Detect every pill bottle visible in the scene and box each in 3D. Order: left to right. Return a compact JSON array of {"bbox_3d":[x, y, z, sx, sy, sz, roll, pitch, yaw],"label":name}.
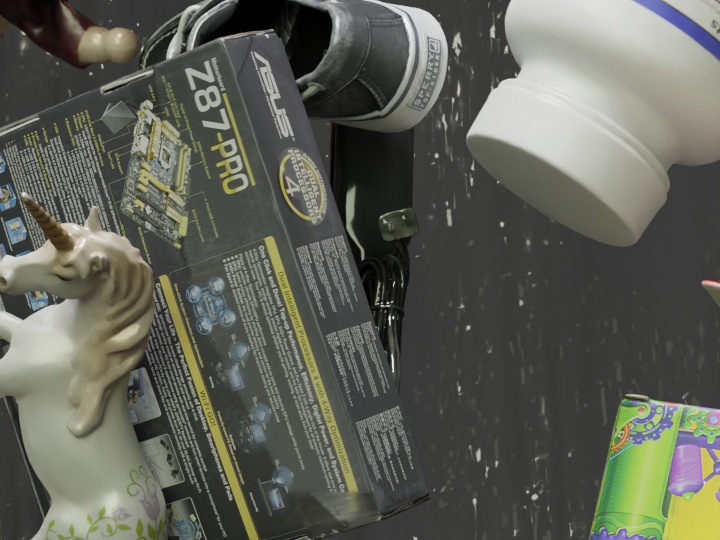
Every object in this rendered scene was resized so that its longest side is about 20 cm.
[{"bbox_3d":[0.129,-0.114,1.119,0.112,0.112,0.200,27,79,28],"label":"pill bottle"}]

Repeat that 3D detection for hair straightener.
[{"bbox_3d":[0.000,0.000,1.135,0.041,0.077,0.200,8,67,-2],"label":"hair straightener"}]

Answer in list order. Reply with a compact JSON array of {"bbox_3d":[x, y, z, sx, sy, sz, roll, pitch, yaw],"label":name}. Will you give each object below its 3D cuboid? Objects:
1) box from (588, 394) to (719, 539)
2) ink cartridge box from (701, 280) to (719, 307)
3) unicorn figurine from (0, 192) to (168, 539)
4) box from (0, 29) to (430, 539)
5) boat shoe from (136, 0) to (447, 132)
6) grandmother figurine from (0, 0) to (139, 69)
[{"bbox_3d":[0.180,0.165,0.971,0.200,0.122,0.193,8,70,22],"label":"box"},{"bbox_3d":[0.238,0.039,0.974,0.200,0.176,0.045,14,73,25],"label":"ink cartridge box"},{"bbox_3d":[-0.123,0.058,1.073,0.137,0.200,0.074,-15,19,32],"label":"unicorn figurine"},{"bbox_3d":[-0.077,0.022,1.102,0.161,0.049,0.200,-20,88,32],"label":"box"},{"bbox_3d":[-0.049,-0.090,1.156,0.200,0.068,0.072,9,87,54],"label":"boat shoe"},{"bbox_3d":[-0.135,-0.146,1.225,0.200,0.061,0.121,-26,82,39],"label":"grandmother figurine"}]
